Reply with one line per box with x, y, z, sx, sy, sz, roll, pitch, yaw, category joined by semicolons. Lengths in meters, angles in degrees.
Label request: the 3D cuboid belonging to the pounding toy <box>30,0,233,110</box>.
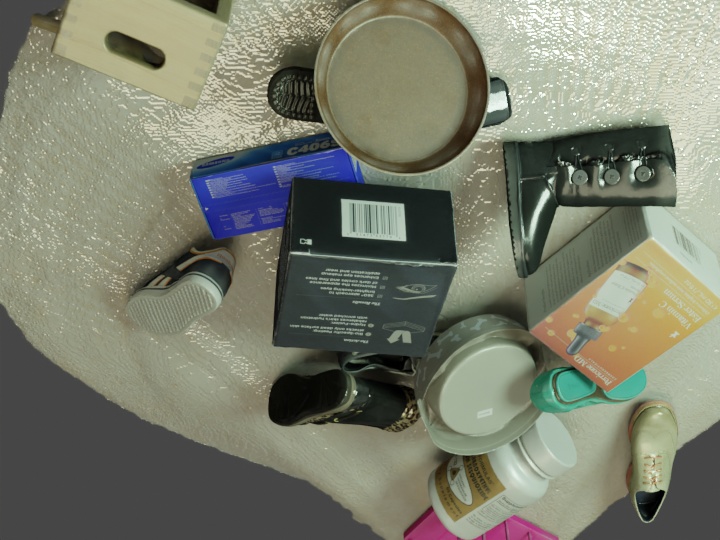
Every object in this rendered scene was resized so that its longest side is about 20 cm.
-0.252;-0.264;1.323;0.198;0.185;0.143;21;114;-13;pounding toy

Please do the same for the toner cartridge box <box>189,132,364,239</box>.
-0.098;-0.103;1.509;0.198;0.043;0.096;-10;126;11;toner cartridge box

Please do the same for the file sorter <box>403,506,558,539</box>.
0.182;0.445;1.866;0.199;0.126;0.139;29;124;-18;file sorter

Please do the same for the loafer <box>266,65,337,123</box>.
-0.017;-0.198;1.422;0.198;0.071;0.074;13;108;-25;loafer

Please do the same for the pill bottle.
0.200;0.283;1.746;0.114;0.115;0.200;38;121;-24;pill bottle

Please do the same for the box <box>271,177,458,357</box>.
0.000;0.000;1.499;0.194;0.118;0.201;5;143;-8;box

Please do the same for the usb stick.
0.078;-0.172;1.408;0.198;0.033;0.056;-15;115;-13;usb stick

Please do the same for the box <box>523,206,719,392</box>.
0.326;0.027;1.545;0.152;0.107;0.200;35;122;-22;box

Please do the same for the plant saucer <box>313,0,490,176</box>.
0.043;-0.201;1.366;0.198;0.202;0.034;18;171;-11;plant saucer

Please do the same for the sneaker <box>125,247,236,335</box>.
-0.225;0.026;1.603;0.199;0.080;0.079;-18;122;47;sneaker

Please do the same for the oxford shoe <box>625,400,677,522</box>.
0.414;0.269;1.747;0.070;0.074;0.202;-3;128;6;oxford shoe

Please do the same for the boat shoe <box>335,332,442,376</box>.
0.064;0.124;1.662;0.198;0.063;0.073;9;128;-4;boat shoe

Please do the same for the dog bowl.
0.160;0.146;1.638;0.198;0.059;0.202;-12;125;-17;dog bowl

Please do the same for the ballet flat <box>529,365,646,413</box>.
0.294;0.149;1.641;0.199;0.068;0.070;-3;169;-42;ballet flat

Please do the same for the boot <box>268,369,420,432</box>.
-0.023;0.182;1.696;0.149;0.074;0.199;15;158;-34;boot

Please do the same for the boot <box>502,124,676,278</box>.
0.273;-0.080;1.463;0.197;0.066;0.167;-5;100;5;boot
